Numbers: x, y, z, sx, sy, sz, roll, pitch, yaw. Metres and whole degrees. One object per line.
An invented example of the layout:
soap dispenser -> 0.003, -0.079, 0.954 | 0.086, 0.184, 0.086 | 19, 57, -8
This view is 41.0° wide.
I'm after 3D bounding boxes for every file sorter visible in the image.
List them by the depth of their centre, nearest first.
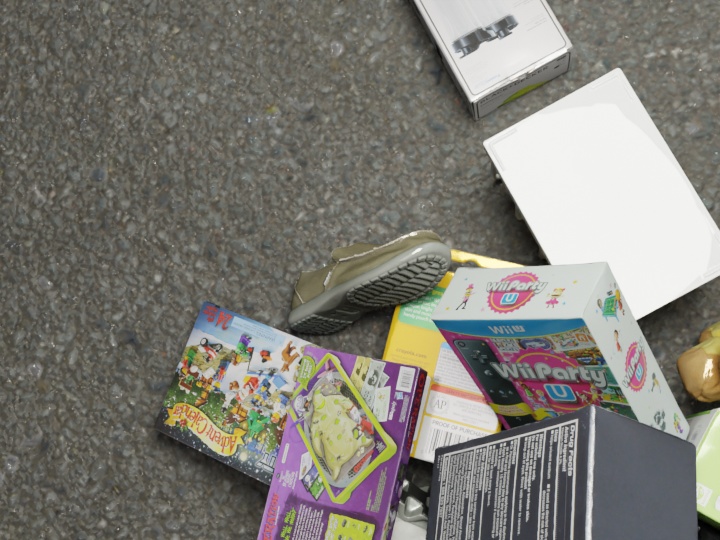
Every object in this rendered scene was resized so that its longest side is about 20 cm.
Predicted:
file sorter -> 0.222, -0.049, 0.888 | 0.138, 0.125, 0.201 | -28, 77, 3

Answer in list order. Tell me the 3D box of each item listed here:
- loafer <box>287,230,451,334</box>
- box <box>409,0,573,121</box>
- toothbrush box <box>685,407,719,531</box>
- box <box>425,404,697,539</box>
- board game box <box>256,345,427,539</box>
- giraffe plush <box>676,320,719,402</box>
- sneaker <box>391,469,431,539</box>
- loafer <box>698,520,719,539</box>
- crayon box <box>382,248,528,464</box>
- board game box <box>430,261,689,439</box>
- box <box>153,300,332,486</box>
loafer -> 0.000, 0.000, 0.911 | 0.199, 0.075, 0.070 | -25, 60, 38
box -> 0.118, -0.269, 0.978 | 0.116, 0.060, 0.201 | -29, 76, 3
toothbrush box -> 0.361, 0.203, 0.810 | 0.199, 0.146, 0.087 | 29, 85, 14
box -> 0.151, 0.233, 0.752 | 0.122, 0.198, 0.202 | 21, 62, -25
board game box -> -0.018, 0.174, 0.844 | 0.119, 0.032, 0.202 | 9, 78, 24
giraffe plush -> 0.401, 0.100, 0.836 | 0.199, 0.172, 0.163 | -27, 86, -31
sneaker -> 0.068, 0.262, 0.894 | 0.199, 0.074, 0.089 | 35, 109, 7
loafer -> 0.314, 0.259, 0.768 | 0.070, 0.200, 0.068 | 33, 90, -29
crayon box -> 0.088, 0.085, 0.925 | 0.124, 0.052, 0.202 | 13, 83, 12
board game box -> 0.171, 0.086, 0.812 | 0.147, 0.201, 0.064 | -3, 42, 43
box -> -0.092, 0.126, 0.930 | 0.198, 0.038, 0.138 | 18, 83, 27
